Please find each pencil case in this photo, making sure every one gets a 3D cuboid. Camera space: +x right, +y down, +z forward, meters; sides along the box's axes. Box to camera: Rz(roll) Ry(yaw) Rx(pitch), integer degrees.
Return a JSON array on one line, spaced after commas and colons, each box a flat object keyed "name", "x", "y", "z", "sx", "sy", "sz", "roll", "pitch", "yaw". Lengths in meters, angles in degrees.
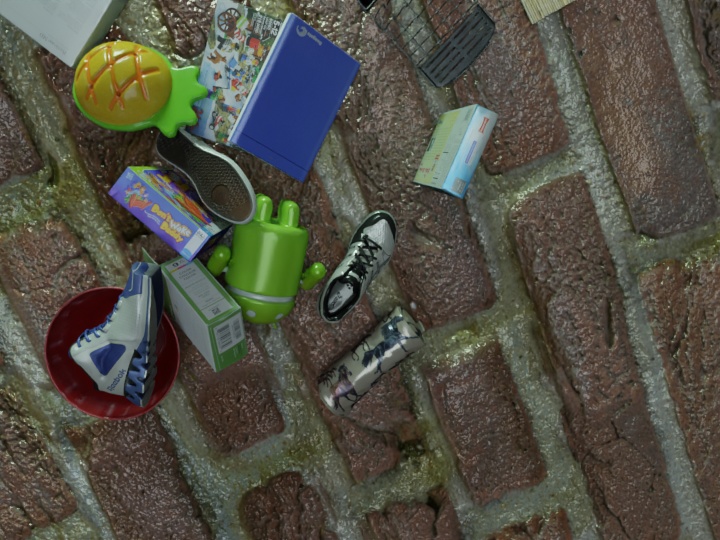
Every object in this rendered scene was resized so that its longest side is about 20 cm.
[{"name": "pencil case", "x": 0.020, "y": 0.147, "z": 0.974, "sx": 0.199, "sy": 0.089, "sz": 0.078, "roll": -42, "pitch": 71, "yaw": 4}]

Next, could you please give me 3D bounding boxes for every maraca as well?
[{"name": "maraca", "x": -0.320, "y": -0.261, "z": 0.863, "sx": 0.196, "sy": 0.107, "sz": 0.140, "roll": 16, "pitch": 78, "yaw": 5}]

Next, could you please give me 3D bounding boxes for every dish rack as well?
[{"name": "dish rack", "x": 0.106, "y": -0.389, "z": 0.900, "sx": 0.153, "sy": 0.055, "sz": 0.200, "roll": -44, "pitch": 99, "yaw": 5}]

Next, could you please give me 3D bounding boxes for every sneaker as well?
[{"name": "sneaker", "x": 0.000, "y": 0.000, "z": 0.942, "sx": 0.075, "sy": 0.088, "sz": 0.202, "roll": 29, "pitch": 95, "yaw": -6}, {"name": "sneaker", "x": -0.211, "y": -0.140, "z": 0.885, "sx": 0.200, "sy": 0.084, "sz": 0.073, "roll": 44, "pitch": 99, "yaw": 18}, {"name": "sneaker", "x": -0.343, "y": 0.089, "z": 0.832, "sx": 0.113, "sy": 0.081, "sz": 0.204, "roll": 8, "pitch": 100, "yaw": -7}]

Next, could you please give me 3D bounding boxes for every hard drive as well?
[{"name": "hard drive", "x": -0.097, "y": -0.253, "z": 0.894, "sx": 0.131, "sy": 0.025, "sz": 0.203, "roll": 25, "pitch": 93, "yaw": -32}]

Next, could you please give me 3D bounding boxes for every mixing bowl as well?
[{"name": "mixing bowl", "x": -0.368, "y": 0.115, "z": 0.929, "sx": 0.196, "sy": 0.108, "sz": 0.205, "roll": -1, "pitch": 100, "yaw": -4}]

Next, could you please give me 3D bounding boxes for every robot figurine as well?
[{"name": "robot figurine", "x": -0.145, "y": -0.010, "z": 0.917, "sx": 0.172, "sy": 0.116, "sz": 0.204, "roll": 9, "pitch": 99, "yaw": -23}]

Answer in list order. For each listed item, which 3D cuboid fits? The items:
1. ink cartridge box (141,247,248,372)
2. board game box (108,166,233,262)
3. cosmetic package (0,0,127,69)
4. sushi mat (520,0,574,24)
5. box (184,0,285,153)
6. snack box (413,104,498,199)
[{"name": "ink cartridge box", "x": -0.250, "y": 0.045, "z": 0.901, "sx": 0.059, "sy": 0.199, "sz": 0.105, "roll": -29, "pitch": 143, "yaw": -29}, {"name": "board game box", "x": -0.261, "y": -0.086, "z": 0.855, "sx": 0.134, "sy": 0.200, "sz": 0.045, "roll": 42, "pitch": 95, "yaw": -9}, {"name": "cosmetic package", "x": -0.455, "y": -0.416, "z": 0.865, "sx": 0.199, "sy": 0.052, "sz": 0.152, "roll": 37, "pitch": 94, "yaw": -8}, {"name": "sushi mat", "x": 0.261, "y": -0.491, "z": 0.912, "sx": 0.095, "sy": 0.012, "sz": 0.202, "roll": -29, "pitch": 100, "yaw": 3}, {"name": "box", "x": -0.174, "y": -0.288, "z": 0.909, "sx": 0.134, "sy": 0.038, "sz": 0.204, "roll": 16, "pitch": 98, "yaw": -6}, {"name": "snack box", "x": 0.130, "y": -0.171, "z": 0.863, "sx": 0.036, "sy": 0.200, "sz": 0.118, "roll": 21, "pitch": 99, "yaw": -10}]
